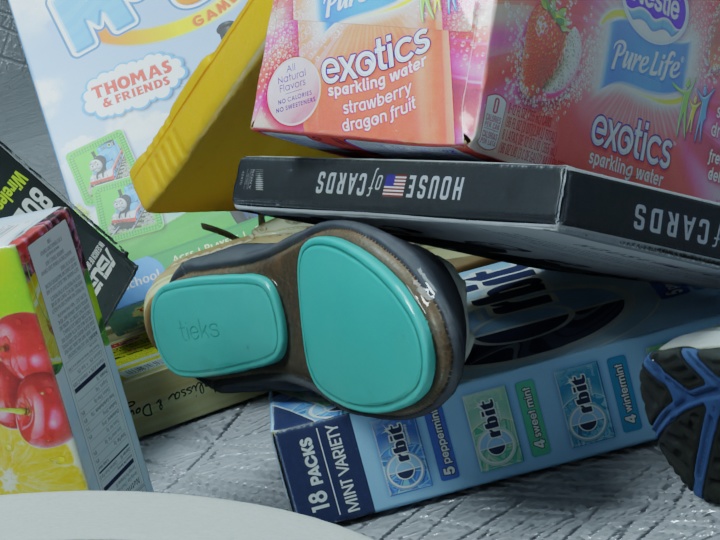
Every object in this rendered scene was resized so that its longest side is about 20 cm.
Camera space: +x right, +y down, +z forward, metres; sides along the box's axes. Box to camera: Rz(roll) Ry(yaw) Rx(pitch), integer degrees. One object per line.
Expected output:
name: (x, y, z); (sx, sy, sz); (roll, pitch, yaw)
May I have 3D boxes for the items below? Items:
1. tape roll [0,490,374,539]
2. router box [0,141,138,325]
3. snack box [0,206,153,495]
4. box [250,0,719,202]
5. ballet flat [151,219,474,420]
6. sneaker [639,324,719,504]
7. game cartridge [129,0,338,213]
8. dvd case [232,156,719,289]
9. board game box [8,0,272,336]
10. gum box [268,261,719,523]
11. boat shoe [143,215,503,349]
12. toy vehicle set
tape roll: (-0.075, 0.108, 0.649); (0.203, 0.037, 0.203); (2, 12, 0)
router box: (-0.189, 0.012, 0.958); (0.062, 0.150, 0.200); (-42, 13, 28)
snack box: (-0.181, 0.066, 0.825); (0.200, 0.142, 0.053); (-10, 14, 19)
box: (0.065, -0.076, 0.872); (0.103, 0.095, 0.200); (8, -3, 39)
ballet flat: (-0.004, 0.014, 0.837); (0.073, 0.073, 0.200); (-22, 11, -30)
sneaker: (0.170, 0.035, 0.712); (0.077, 0.076, 0.200); (-25, 17, -26)
game cartridge: (0.017, -0.094, 0.988); (0.176, 0.032, 0.200); (-3, -31, -37)
dvd case: (0.068, -0.016, 0.830); (0.150, 0.025, 0.200); (11, -3, -33)
board game box: (-0.079, -0.086, 1.136); (0.151, 0.200, 0.037); (-20, -22, 1)
gum box: (0.064, 0.034, 0.920); (0.200, 0.045, 0.170); (-15, 13, 1)
boat shoe: (0.000, 0.000, 1.033); (0.200, 0.073, 0.063); (-6, 47, -13)
toy vehicle set: (-0.108, 0.050, 1.091); (0.200, 0.027, 0.124); (-19, 13, -19)
